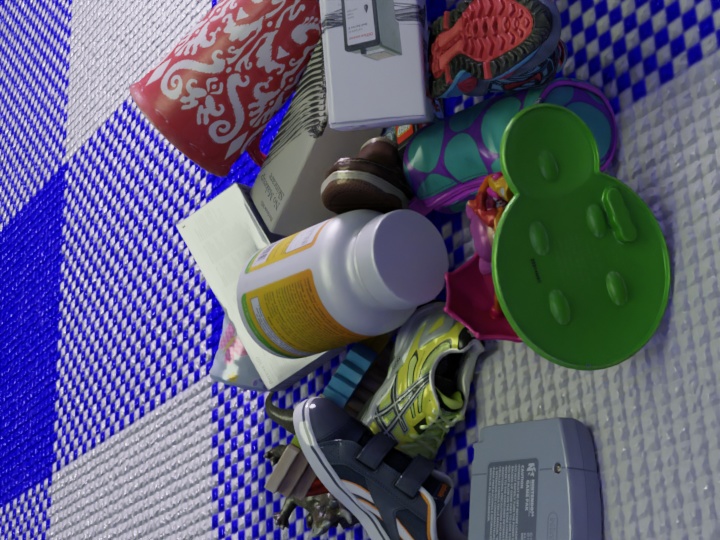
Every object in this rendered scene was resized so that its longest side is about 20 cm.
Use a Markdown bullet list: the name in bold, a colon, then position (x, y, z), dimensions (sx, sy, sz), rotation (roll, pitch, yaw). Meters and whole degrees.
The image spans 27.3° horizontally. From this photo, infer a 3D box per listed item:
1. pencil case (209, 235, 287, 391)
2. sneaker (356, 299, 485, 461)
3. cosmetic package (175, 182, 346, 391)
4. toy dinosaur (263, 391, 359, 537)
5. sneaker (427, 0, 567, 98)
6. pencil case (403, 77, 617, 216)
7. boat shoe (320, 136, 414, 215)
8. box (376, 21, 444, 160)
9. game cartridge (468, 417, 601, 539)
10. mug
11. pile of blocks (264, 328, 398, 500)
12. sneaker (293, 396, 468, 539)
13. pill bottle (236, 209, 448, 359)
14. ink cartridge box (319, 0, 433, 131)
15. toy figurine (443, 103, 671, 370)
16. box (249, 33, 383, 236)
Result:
- **pencil case**: position (-0.105, 0.030, 1.581), dimensions (0.091, 0.083, 0.200), rotation (11, 90, 46)
- **sneaker**: position (0.049, 0.127, 1.303), dimensions (0.076, 0.075, 0.200), rotation (32, 109, 58)
- **cosmetic package**: position (-0.101, 0.017, 1.509), dimensions (0.082, 0.051, 0.200), rotation (-33, 77, 13)
- **toy dinosaur**: position (-0.042, 0.192, 1.452), dimensions (0.102, 0.077, 0.200), rotation (-42, 40, 28)
- **sneaker**: position (0.121, -0.180, 1.143), dimensions (0.200, 0.095, 0.079), rotation (180, 89, -74)
- **pencil case**: position (0.121, -0.101, 1.254), dimensions (0.200, 0.085, 0.093), rotation (-13, 49, 57)
- **boat shoe**: position (0.008, -0.086, 1.351), dimensions (0.202, 0.075, 0.075), rotation (45, -132, -78)
- **box**: position (0.010, -0.148, 1.498), dimensions (0.200, 0.038, 0.137), rotation (-35, 51, 49)
- **game cartridge**: position (0.135, 0.219, 1.168), dimensions (0.133, 0.040, 0.200), rotation (-19, 64, 59)
- **mug**: position (-0.107, -0.206, 1.506), dimensions (0.200, 0.177, 0.133), rotation (-46, 60, 12)
- **pile of blocks**: position (-0.007, 0.130, 1.353), dimensions (0.200, 0.062, 0.082), rotation (-57, -7, -12)
- **sneaker**: position (0.028, 0.179, 1.256), dimensions (0.079, 0.200, 0.078), rotation (-34, 5, 26)
- **pill bottle**: position (-0.015, 0.009, 1.315), dimensions (0.200, 0.111, 0.111), rotation (-20, 63, 52)
- **ink cartridge box**: position (0.013, -0.222, 1.259), dimensions (0.146, 0.084, 0.200), rotation (-37, -57, -83)
- **toy figurine**: position (0.123, -0.015, 1.166), dimensions (0.184, 0.150, 0.200), rotation (-17, 90, 67)
- **box**: position (-0.034, -0.132, 1.460), dimensions (0.200, 0.068, 0.082), rotation (-63, 34, 23)
